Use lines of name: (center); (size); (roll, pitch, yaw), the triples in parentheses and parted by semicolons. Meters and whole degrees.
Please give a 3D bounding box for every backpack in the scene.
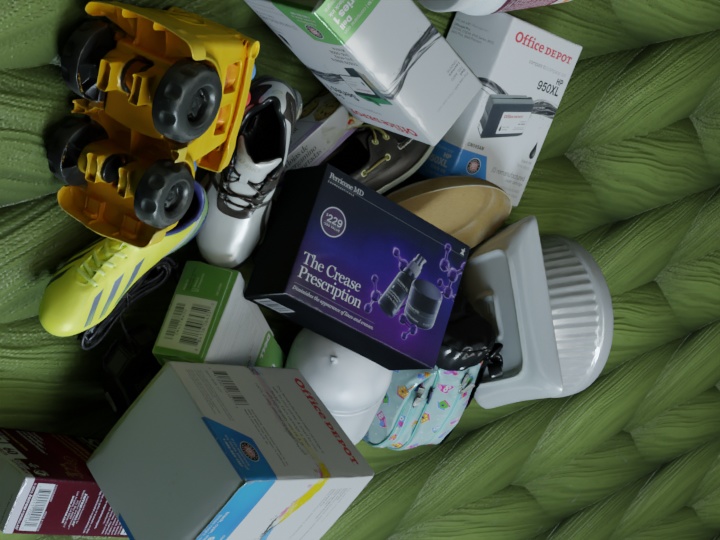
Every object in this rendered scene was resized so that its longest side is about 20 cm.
backpack: (0.063, 0.113, 1.679); (0.126, 0.167, 0.200); (0, 130, -27)

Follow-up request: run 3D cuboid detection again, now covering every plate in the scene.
plate: (0.157, 0.053, 1.663); (0.032, 0.200, 0.200); (-6, 83, -23)

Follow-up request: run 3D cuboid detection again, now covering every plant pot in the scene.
plant pot: (0.068, -0.052, 1.601); (0.200, 0.028, 0.200); (-16, 158, -7)

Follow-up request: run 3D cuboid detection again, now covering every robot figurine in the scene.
robot figurine: (-0.030, 0.123, 1.583); (0.170, 0.113, 0.200); (-60, 175, -35)

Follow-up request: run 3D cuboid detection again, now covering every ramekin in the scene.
ramekin: (0.199, 0.059, 1.757); (0.105, 0.200, 0.201); (-5, 117, -34)

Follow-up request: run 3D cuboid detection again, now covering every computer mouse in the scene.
computer mouse: (-0.212, 0.075, 1.453); (0.140, 0.046, 0.200); (-50, 139, -28)

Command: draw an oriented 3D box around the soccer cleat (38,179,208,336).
soccer cleat: (-0.220, -0.018, 1.345); (0.200, 0.065, 0.084); (-43, 174, -28)

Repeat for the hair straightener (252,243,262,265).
hair straightener: (-0.041, 0.011, 1.560); (0.200, 0.077, 0.041); (27, 94, -50)

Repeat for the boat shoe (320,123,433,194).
boat shoe: (0.005, -0.116, 1.534); (0.201, 0.072, 0.061); (-43, 136, -17)

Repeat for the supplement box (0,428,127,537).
supplement box: (-0.281, 0.205, 1.402); (0.200, 0.109, 0.061); (15, 101, -51)

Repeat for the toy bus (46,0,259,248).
toy bus: (-0.168, -0.139, 1.312); (0.192, 0.136, 0.200); (-21, 131, -58)

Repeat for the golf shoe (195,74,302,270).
golf shoe: (-0.115, -0.089, 1.395); (0.078, 0.095, 0.200); (16, 101, -4)

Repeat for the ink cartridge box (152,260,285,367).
ink cartridge box: (-0.140, 0.085, 1.475); (0.200, 0.059, 0.104); (68, 37, -60)

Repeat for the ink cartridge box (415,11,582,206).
ink cartridge box: (0.146, -0.187, 1.631); (0.144, 0.084, 0.200); (10, 105, -49)

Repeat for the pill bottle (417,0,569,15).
pill bottle: (0.148, -0.329, 1.524); (0.200, 0.114, 0.114); (-17, 124, -40)

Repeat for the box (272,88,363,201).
box: (-0.034, -0.153, 1.497); (0.200, 0.041, 0.039); (-43, 136, -18)

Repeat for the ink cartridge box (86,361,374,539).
ink cartridge box: (-0.121, 0.189, 1.381); (0.145, 0.147, 0.200); (-50, 149, 21)

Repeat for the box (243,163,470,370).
box: (0.000, 0.000, 1.462); (0.200, 0.079, 0.141); (28, 69, -33)

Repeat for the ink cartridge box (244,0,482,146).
ink cartridge box: (0.001, -0.219, 1.380); (0.084, 0.146, 0.200); (-52, 127, -8)
